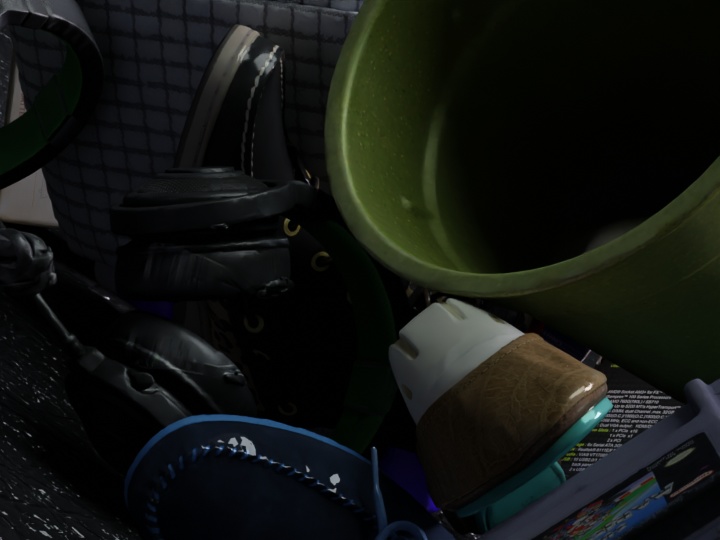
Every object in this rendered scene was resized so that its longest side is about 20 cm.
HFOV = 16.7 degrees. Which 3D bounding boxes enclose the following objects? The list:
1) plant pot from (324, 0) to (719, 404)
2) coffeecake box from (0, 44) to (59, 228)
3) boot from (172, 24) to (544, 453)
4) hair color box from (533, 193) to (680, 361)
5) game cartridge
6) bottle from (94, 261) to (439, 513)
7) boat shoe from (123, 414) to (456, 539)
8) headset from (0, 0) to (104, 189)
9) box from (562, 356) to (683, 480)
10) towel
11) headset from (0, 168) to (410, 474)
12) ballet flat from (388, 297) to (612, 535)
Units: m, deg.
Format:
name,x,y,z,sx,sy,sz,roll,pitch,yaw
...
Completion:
name,x,y,z,sx,sy,sz,roll,pitch,yaw
plant pot,0.121,-0.036,0.925,0.190,0.200,0.200,40,2,-43
coffeecake box,-0.071,-0.093,1.194,0.199,0.154,0.073,7,13,-9
boot,0.000,0.000,0.991,0.150,0.201,0.073,15,40,12
hair color box,0.092,0.005,1.125,0.060,0.100,0.200,35,-16,5
game cartridge,0.055,0.089,0.703,0.038,0.200,0.130,57,5,0
bottle,-0.031,0.032,1.119,0.199,0.084,0.065,29,21,21
boat shoe,0.013,0.113,0.815,0.199,0.084,0.069,30,12,-21
headset,-0.198,-0.086,0.969,0.199,0.124,0.094,6,48,-45
box,0.188,0.072,1.084,0.199,0.193,0.048,0,-50,34
towel,-0.047,-0.078,1.057,0.199,0.166,0.086,8,40,19
headset,-0.058,0.019,0.871,0.199,0.124,0.094,20,-10,-33
ballet flat,0.042,0.048,0.852,0.072,0.068,0.200,53,-4,10
